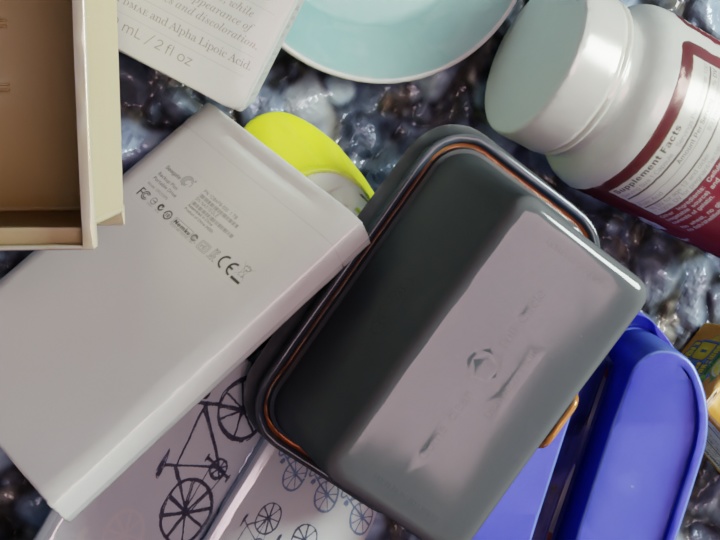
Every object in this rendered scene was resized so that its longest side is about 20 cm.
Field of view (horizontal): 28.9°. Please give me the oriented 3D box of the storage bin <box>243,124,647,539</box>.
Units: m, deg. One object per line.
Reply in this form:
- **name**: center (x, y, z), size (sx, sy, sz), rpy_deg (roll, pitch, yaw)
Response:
- **storage bin**: center (0.052, 0.045, 0.694), size (0.145, 0.134, 0.200), rpy_deg (36, 92, -15)

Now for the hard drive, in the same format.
- **hard drive**: center (-0.110, 0.014, 0.707), size (0.200, 0.132, 0.027), rpy_deg (-43, 145, -13)

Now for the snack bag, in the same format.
- **snack bag**: center (-0.078, 0.138, 0.751), size (0.200, 0.021, 0.189), rpy_deg (40, 72, -36)

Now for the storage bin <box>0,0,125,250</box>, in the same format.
- **storage bin**: center (-0.211, -0.114, 0.632), size (0.198, 0.094, 0.201), rpy_deg (0, 98, 3)

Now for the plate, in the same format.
- **plate**: center (0.008, -0.205, 0.780), size (0.200, 0.026, 0.201), rpy_deg (-3, 97, -23)

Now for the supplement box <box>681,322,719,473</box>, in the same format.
- **supplement box**: center (0.279, 0.124, 0.913), size (0.067, 0.069, 0.200), rpy_deg (-47, 113, -12)

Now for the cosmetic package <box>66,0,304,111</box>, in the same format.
- **cosmetic package**: center (-0.055, -0.190, 0.698), size (0.101, 0.074, 0.200), rpy_deg (26, 99, -5)

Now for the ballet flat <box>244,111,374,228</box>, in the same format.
- **ballet flat**: center (0.000, 0.000, 0.779), size (0.067, 0.067, 0.200), rpy_deg (-33, 107, -14)

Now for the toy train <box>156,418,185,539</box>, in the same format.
- **toy train**: center (-0.126, 0.131, 0.760), size (0.056, 0.042, 0.201), rpy_deg (2, 96, -12)

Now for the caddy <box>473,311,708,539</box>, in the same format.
- **caddy**: center (0.121, 0.111, 0.826), size (0.141, 0.105, 0.201), rpy_deg (18, 90, -1)

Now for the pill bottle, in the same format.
- **pill bottle**: center (0.180, -0.084, 0.818), size (0.200, 0.114, 0.114), rpy_deg (23, 87, -23)
